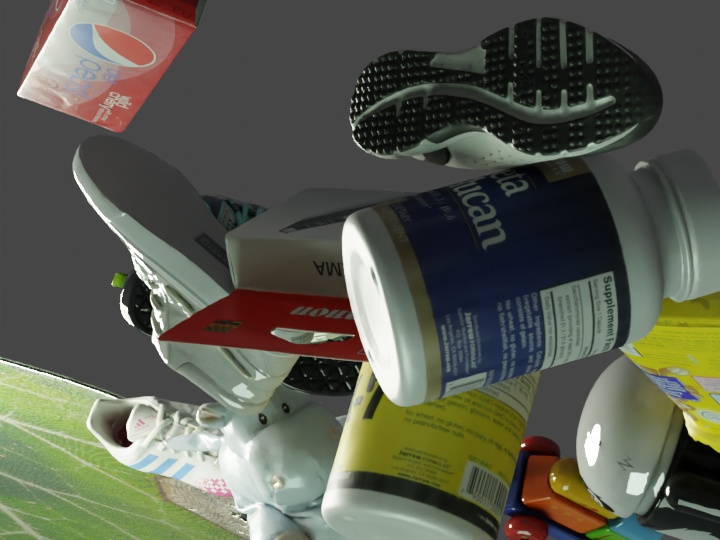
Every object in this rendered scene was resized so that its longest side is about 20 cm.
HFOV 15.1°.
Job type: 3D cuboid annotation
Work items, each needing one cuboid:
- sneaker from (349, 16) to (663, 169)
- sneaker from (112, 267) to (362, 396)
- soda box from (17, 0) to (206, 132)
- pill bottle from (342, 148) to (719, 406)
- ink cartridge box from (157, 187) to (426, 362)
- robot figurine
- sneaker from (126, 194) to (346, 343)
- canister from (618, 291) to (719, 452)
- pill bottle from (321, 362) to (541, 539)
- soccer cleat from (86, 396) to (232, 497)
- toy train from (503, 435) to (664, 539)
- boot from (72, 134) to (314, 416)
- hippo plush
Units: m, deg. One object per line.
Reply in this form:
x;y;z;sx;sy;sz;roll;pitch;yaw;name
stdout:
0.088;-0.091;1.444;0.080;0.074;0.199;12;174;-43;sneaker
-0.082;0.032;1.966;0.199;0.072;0.083;20;-174;-7;sneaker
-0.133;-0.140;1.483;0.070;0.064;0.200;20;161;-10;soda box
0.098;-0.003;1.487;0.199;0.112;0.111;-15;166;-11;pill bottle
0.000;0.000;1.630;0.199;0.044;0.173;4;-158;35;ink cartridge box
0.243;0.127;1.818;0.199;0.125;0.150;18;159;-3;robot figurine
-0.074;-0.008;1.796;0.199;0.078;0.086;8;155;25;sneaker
0.233;0.040;1.641;0.148;0.087;0.200;4;156;35;canister
0.054;0.079;1.728;0.114;0.201;0.114;15;161;5;pill bottle
-0.149;0.148;2.318;0.199;0.070;0.086;4;158;35;soccer cleat
0.157;0.159;2.074;0.200;0.085;0.116;28;149;-30;toy train
-0.123;0.008;1.744;0.200;0.073;0.096;43;128;16;boot
-0.046;0.132;2.136;0.200;0.159;0.161;54;160;32;hippo plush
